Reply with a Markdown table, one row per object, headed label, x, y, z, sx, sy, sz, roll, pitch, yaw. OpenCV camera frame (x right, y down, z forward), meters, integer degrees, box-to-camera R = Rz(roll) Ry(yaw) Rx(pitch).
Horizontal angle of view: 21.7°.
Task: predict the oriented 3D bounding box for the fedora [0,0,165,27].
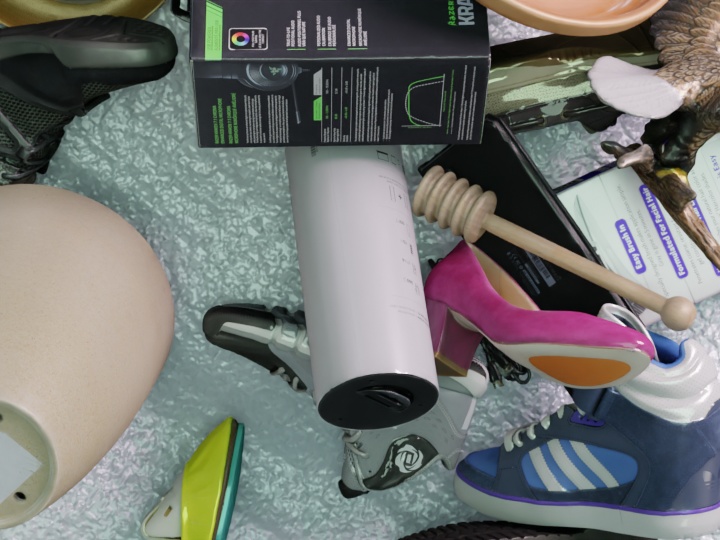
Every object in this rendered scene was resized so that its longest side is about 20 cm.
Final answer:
| label | x | y | z | sx | sy | sz | roll | pitch | yaw |
| --- | --- | --- | --- | --- | --- | --- | --- | --- | --- |
| fedora | -0.200 | -0.252 | 1.247 | 0.200 | 0.082 | 0.202 | 0 | 94 | -2 |

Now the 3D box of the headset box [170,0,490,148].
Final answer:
| label | x | y | z | sx | sy | sz | roll | pitch | yaw |
| --- | --- | --- | --- | --- | --- | --- | --- | --- | --- |
| headset box | -0.022 | -0.174 | 1.213 | 0.199 | 0.093 | 0.175 | 0 | 57 | -1 |

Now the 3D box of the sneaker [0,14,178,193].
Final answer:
| label | x | y | z | sx | sy | sz | roll | pitch | yaw |
| --- | --- | --- | --- | --- | --- | --- | --- | --- | --- |
| sneaker | -0.203 | -0.106 | 1.243 | 0.199 | 0.076 | 0.115 | -6 | 108 | 19 |

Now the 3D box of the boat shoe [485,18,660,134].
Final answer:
| label | x | y | z | sx | sy | sz | roll | pitch | yaw |
| --- | --- | --- | --- | --- | --- | --- | --- | --- | --- |
| boat shoe | 0.153 | -0.126 | 1.278 | 0.200 | 0.072 | 0.066 | -8 | 114 | -1 |

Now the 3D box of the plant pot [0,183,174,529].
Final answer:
| label | x | y | z | sx | sy | sz | roll | pitch | yaw |
| --- | --- | --- | --- | --- | --- | --- | --- | --- | --- |
| plant pot | -0.218 | 0.069 | 1.177 | 0.186 | 0.200 | 0.188 | 0 | 114 | 0 |

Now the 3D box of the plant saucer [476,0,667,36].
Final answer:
| label | x | y | z | sx | sy | sz | roll | pitch | yaw |
| --- | --- | --- | --- | --- | --- | --- | --- | --- | --- |
| plant saucer | 0.110 | -0.226 | 1.182 | 0.199 | 0.037 | 0.201 | 12 | 56 | -18 |

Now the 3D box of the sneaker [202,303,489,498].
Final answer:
| label | x | y | z | sx | sy | sz | roll | pitch | yaw |
| --- | --- | --- | --- | --- | --- | --- | --- | --- | --- |
| sneaker | -0.019 | 0.095 | 1.278 | 0.199 | 0.075 | 0.116 | 13 | 97 | -2 |

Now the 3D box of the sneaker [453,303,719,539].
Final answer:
| label | x | y | z | sx | sy | sz | roll | pitch | yaw |
| --- | --- | --- | --- | --- | --- | --- | --- | --- | --- |
| sneaker | 0.147 | 0.090 | 1.229 | 0.199 | 0.080 | 0.147 | 5 | 104 | 37 |

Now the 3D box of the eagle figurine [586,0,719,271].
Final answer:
| label | x | y | z | sx | sy | sz | roll | pitch | yaw |
| --- | --- | --- | --- | --- | --- | --- | --- | --- | --- |
| eagle figurine | 0.247 | -0.124 | 1.186 | 0.152 | 0.151 | 0.200 | 45 | 101 | 0 |

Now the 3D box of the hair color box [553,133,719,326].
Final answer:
| label | x | y | z | sx | sy | sz | roll | pitch | yaw |
| --- | --- | --- | --- | --- | --- | --- | --- | --- | --- |
| hair color box | 0.232 | -0.042 | 1.284 | 0.199 | 0.065 | 0.110 | -24 | 94 | -2 |

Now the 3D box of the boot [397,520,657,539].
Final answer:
| label | x | y | z | sx | sy | sz | roll | pitch | yaw |
| --- | --- | --- | --- | --- | --- | --- | --- | --- | --- |
| boot | 0.110 | 0.237 | 1.245 | 0.199 | 0.077 | 0.139 | -2 | 93 | -19 |

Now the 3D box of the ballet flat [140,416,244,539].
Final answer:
| label | x | y | z | sx | sy | sz | roll | pitch | yaw |
| --- | --- | --- | --- | --- | --- | --- | --- | --- | --- |
| ballet flat | -0.120 | 0.198 | 1.283 | 0.067 | 0.067 | 0.201 | 5 | 95 | 0 |

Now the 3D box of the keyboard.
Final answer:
| label | x | y | z | sx | sy | sz | roll | pitch | yaw |
| --- | --- | --- | --- | --- | --- | --- | --- | --- | --- |
| keyboard | 0.106 | 0.004 | 1.272 | 0.127 | 0.021 | 0.200 | -36 | 85 | 36 |

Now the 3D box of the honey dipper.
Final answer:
| label | x | y | z | sx | sy | sz | roll | pitch | yaw |
| --- | --- | --- | --- | --- | --- | --- | --- | --- | --- |
| honey dipper | 0.127 | -0.012 | 1.220 | 0.199 | 0.038 | 0.038 | 26 | 92 | 20 |

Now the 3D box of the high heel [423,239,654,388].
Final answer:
| label | x | y | z | sx | sy | sz | roll | pitch | yaw |
| --- | --- | --- | --- | --- | --- | --- | --- | --- | --- |
| high heel | 0.114 | 0.021 | 1.187 | 0.067 | 0.200 | 0.096 | 33 | 68 | -31 |

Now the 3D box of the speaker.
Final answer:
| label | x | y | z | sx | sy | sz | roll | pitch | yaw |
| --- | --- | --- | --- | --- | --- | --- | --- | --- | --- |
| speaker | 0.000 | 0.000 | 1.221 | 0.081 | 0.081 | 0.201 | -8 | 60 | -2 |
